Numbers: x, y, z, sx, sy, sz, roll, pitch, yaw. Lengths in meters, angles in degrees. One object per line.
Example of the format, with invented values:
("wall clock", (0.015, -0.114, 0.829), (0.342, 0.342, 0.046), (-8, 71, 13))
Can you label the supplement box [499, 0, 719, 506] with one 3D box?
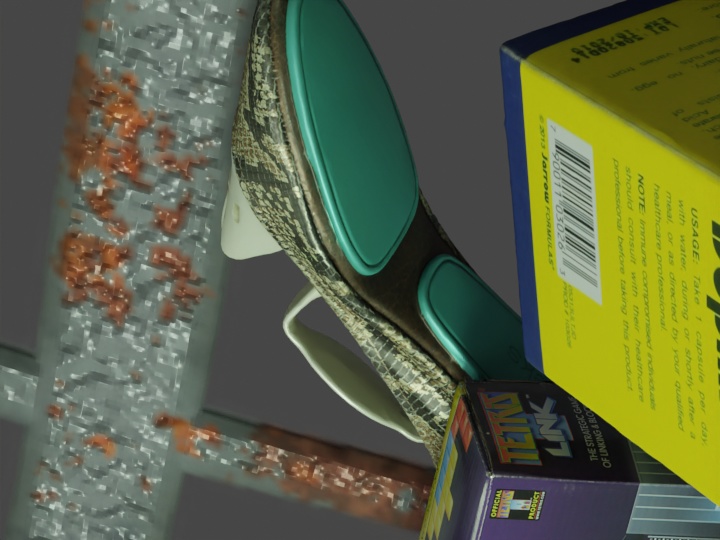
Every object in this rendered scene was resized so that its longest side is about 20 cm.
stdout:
("supplement box", (0.137, 0.001, 0.790), (0.109, 0.200, 0.110), (-19, 120, -22))

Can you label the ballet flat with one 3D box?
("ballet flat", (0.000, 0.000, 0.924), (0.075, 0.068, 0.200), (-18, 116, 34))

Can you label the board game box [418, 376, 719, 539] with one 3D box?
("board game box", (0.096, 0.133, 0.940), (0.165, 0.057, 0.200), (2, 123, -14))
